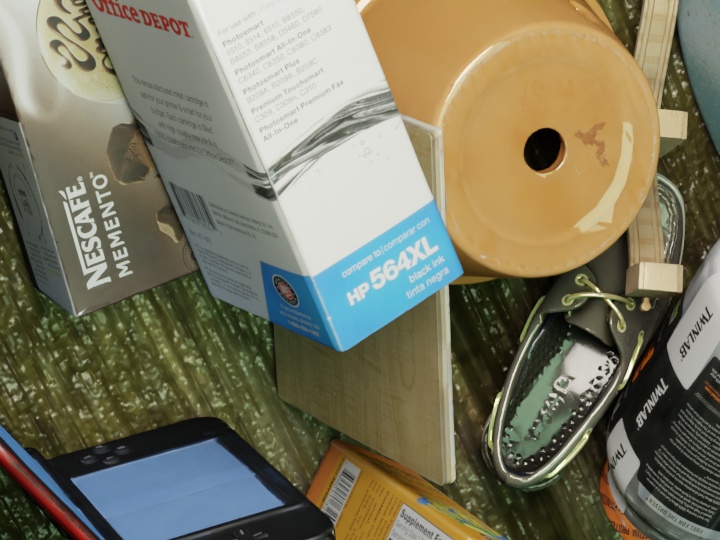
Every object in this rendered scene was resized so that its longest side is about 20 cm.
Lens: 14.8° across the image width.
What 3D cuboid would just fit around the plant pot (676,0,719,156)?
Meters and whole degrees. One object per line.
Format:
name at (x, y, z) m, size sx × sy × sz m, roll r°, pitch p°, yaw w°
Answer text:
plant pot at (0.292, -0.133, 1.569) m, size 0.195 × 0.196 × 0.201 m, roll -4°, pitch 118°, yaw -21°

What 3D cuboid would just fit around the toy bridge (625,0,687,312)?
toy bridge at (0.165, -0.076, 1.565) m, size 0.027 × 0.067 × 0.201 m, roll 5°, pitch 82°, yaw -8°

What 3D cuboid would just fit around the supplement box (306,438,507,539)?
supplement box at (0.033, 0.156, 1.524) m, size 0.066 × 0.200 × 0.069 m, roll 24°, pitch 94°, yaw -26°

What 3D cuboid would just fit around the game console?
game console at (-0.128, 0.086, 1.438) m, size 0.172 × 0.200 × 0.119 m, roll -15°, pitch 110°, yaw -18°

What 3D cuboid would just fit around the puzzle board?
puzzle board at (0.000, 0.000, 1.488) m, size 0.017 × 0.151 × 0.201 m, roll -18°, pitch 118°, yaw -33°

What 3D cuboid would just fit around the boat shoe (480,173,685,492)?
boat shoe at (0.132, 0.037, 1.602) m, size 0.072 × 0.060 × 0.202 m, roll 27°, pitch 93°, yaw 1°

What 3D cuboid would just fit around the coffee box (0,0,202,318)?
coffee box at (-0.137, -0.091, 1.453) m, size 0.113 × 0.080 × 0.201 m, roll -21°, pitch 111°, yaw -20°

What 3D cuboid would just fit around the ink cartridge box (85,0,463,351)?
ink cartridge box at (-0.047, -0.076, 1.372) m, size 0.084 × 0.146 × 0.201 m, roll -31°, pitch 115°, yaw -20°

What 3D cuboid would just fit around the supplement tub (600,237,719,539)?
supplement tub at (0.214, 0.074, 1.555) m, size 0.122 × 0.123 × 0.200 m, roll 2°, pitch 139°, yaw -23°

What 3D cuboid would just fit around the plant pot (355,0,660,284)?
plant pot at (0.071, -0.079, 1.512) m, size 0.199 × 0.140 × 0.201 m, roll -6°, pitch 106°, yaw -20°
